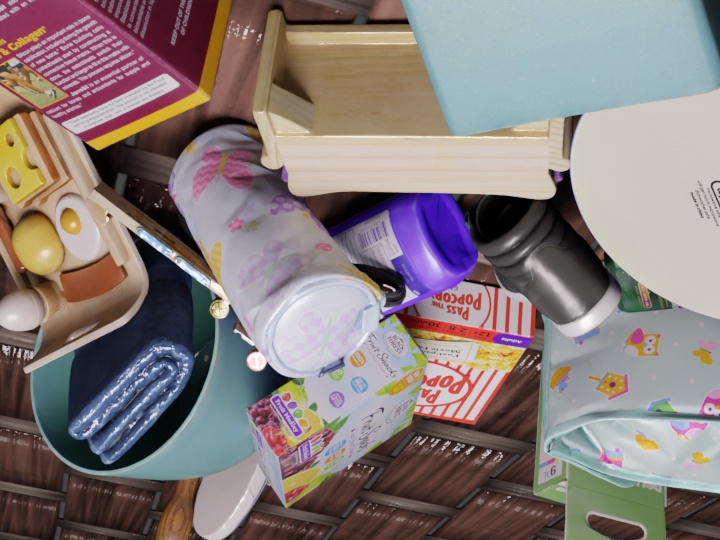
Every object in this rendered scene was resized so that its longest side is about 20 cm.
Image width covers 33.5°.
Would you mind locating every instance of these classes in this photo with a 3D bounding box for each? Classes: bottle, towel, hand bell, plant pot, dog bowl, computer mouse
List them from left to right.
[{"bbox_3d":[-0.166,0.047,0.889,0.112,0.200,0.048,-44,115,12],"label":"towel"},{"bbox_3d":[-0.156,0.090,1.042,0.199,0.202,0.161,-11,157,29],"label":"plant pot"},{"bbox_3d":[-0.170,0.203,1.207,0.103,0.201,0.104,12,157,5],"label":"hand bell"},{"bbox_3d":[-0.056,-0.012,0.912,0.199,0.059,0.034,26,123,21],"label":"computer mouse"},{"bbox_3d":[0.000,0.000,0.956,0.199,0.065,0.084,-26,94,43],"label":"bottle"},{"bbox_3d":[0.082,-0.193,0.561,0.140,0.142,0.200,-7,140,23],"label":"plant pot"},{"bbox_3d":[0.228,-0.065,0.708,0.199,0.079,0.201,21,141,18],"label":"dog bowl"}]

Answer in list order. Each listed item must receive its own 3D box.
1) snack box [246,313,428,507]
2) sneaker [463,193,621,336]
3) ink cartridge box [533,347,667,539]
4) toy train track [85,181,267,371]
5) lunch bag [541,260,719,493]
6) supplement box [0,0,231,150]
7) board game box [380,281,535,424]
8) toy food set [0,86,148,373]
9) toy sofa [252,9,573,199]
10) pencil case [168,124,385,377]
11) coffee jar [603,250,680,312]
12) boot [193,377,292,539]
[{"bbox_3d":[-0.020,0.123,1.007,0.142,0.053,0.200,-33,163,-13],"label":"snack box"},{"bbox_3d":[0.116,-0.026,0.856,0.071,0.200,0.099,-40,105,3],"label":"sneaker"},{"bbox_3d":[0.214,0.161,1.066,0.103,0.201,0.059,18,149,-17],"label":"ink cartridge box"},{"bbox_3d":[-0.113,0.013,0.846,0.200,0.115,0.033,38,106,-9],"label":"toy train track"},{"bbox_3d":[0.241,0.079,0.949,0.198,0.171,0.122,1,142,10],"label":"lunch bag"},{"bbox_3d":[-0.186,-0.169,0.701,0.110,0.086,0.200,-17,143,36],"label":"supplement box"},{"bbox_3d":[0.060,0.072,1.101,0.150,0.047,0.200,10,150,-5],"label":"board game box"},{"bbox_3d":[-0.250,-0.034,0.878,0.143,0.060,0.201,-24,94,42],"label":"toy food set"},{"bbox_3d":[0.036,-0.106,0.764,0.198,0.083,0.098,1,153,10],"label":"toy sofa"},{"bbox_3d":[-0.061,-0.020,0.821,0.090,0.200,0.083,-26,137,-12],"label":"pencil case"},{"bbox_3d":[0.276,-0.024,0.850,0.198,0.086,0.104,-5,148,19],"label":"coffee jar"},{"bbox_3d":[-0.083,0.184,1.186,0.090,0.201,0.073,34,173,-41],"label":"boot"}]
